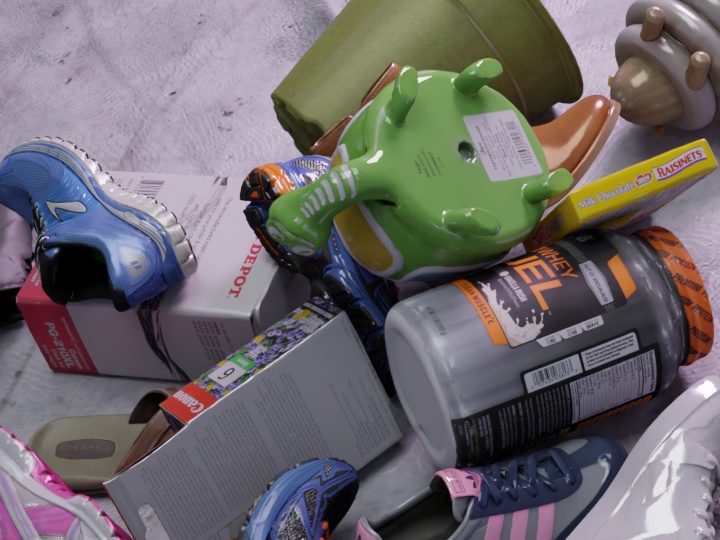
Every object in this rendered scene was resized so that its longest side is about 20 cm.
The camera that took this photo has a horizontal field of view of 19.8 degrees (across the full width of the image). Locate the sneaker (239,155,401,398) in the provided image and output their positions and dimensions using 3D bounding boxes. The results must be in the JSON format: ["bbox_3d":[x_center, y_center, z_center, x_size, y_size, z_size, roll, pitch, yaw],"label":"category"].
[{"bbox_3d":[0.000,0.000,1.456,0.078,0.201,0.075,-31,-1,-31],"label":"sneaker"}]

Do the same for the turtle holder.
[{"bbox_3d":[0.038,-0.047,1.384,0.132,0.141,0.186,-40,8,47],"label":"turtle holder"}]

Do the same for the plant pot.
[{"bbox_3d":[0.037,-0.148,1.602,0.190,0.200,0.200,-41,45,-7],"label":"plant pot"}]

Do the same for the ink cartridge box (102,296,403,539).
[{"bbox_3d":[-0.077,0.118,1.384,0.200,0.109,0.050,-35,27,-18],"label":"ink cartridge box"}]

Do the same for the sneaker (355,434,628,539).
[{"bbox_3d":[0.086,0.151,1.319,0.199,0.082,0.070,-30,43,-14],"label":"sneaker"}]

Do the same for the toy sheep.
[{"bbox_3d":[0.267,-0.182,1.577,0.200,0.138,0.138,-38,45,-13],"label":"toy sheep"}]

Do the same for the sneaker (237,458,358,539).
[{"bbox_3d":[-0.047,0.208,1.313,0.078,0.076,0.201,19,58,18],"label":"sneaker"}]

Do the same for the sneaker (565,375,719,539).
[{"bbox_3d":[0.207,0.164,1.278,0.115,0.074,0.200,25,67,36],"label":"sneaker"}]

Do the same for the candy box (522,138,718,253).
[{"bbox_3d":[0.176,-0.046,1.440,0.102,0.200,0.027,-24,85,-8],"label":"candy box"}]

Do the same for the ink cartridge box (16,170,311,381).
[{"bbox_3d":[-0.133,0.004,1.550,0.199,0.085,0.145,4,47,23],"label":"ink cartridge box"}]

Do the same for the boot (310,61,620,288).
[{"bbox_3d":[0.077,-0.096,1.500,0.200,0.155,0.074,-43,6,0],"label":"boot"}]

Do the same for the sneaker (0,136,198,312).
[{"bbox_3d":[-0.211,-0.030,1.493,0.089,0.079,0.200,-40,46,-25],"label":"sneaker"}]

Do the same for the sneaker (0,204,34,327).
[{"bbox_3d":[-0.287,-0.001,1.630,0.090,0.076,0.200,20,49,11],"label":"sneaker"}]

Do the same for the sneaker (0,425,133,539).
[{"bbox_3d":[-0.208,0.190,1.388,0.200,0.081,0.088,32,75,38],"label":"sneaker"}]

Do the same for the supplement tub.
[{"bbox_3d":[0.126,0.047,1.378,0.199,0.123,0.123,-21,41,-14],"label":"supplement tub"}]

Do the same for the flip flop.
[{"bbox_3d":[-0.146,0.114,1.457,0.199,0.058,0.081,-4,43,15],"label":"flip flop"}]
